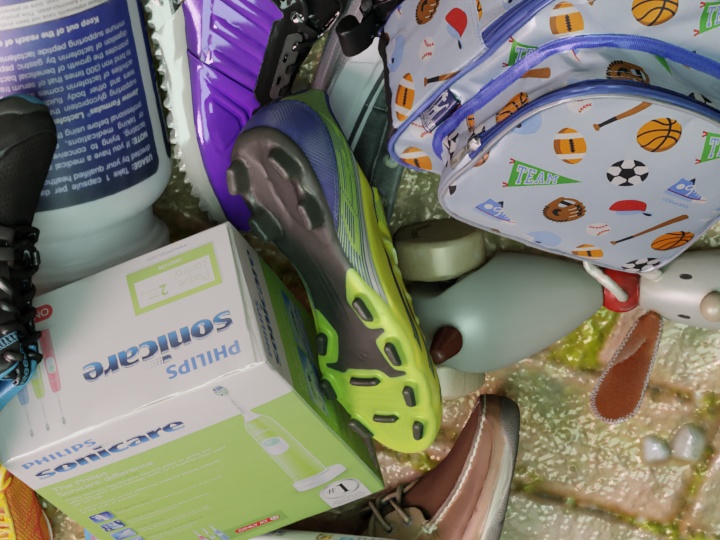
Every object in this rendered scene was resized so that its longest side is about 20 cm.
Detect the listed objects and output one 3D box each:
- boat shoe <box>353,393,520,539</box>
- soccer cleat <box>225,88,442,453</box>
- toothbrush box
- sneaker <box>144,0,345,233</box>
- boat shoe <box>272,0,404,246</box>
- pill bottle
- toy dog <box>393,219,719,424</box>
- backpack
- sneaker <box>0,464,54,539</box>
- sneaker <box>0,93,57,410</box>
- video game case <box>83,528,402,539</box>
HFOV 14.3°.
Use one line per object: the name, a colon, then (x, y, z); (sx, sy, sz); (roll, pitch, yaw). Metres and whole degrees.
boat shoe: (0.031, 0.155, 1.585); (0.072, 0.076, 0.201); (21, 108, -4)
soccer cleat: (0.001, 0.000, 1.463); (0.065, 0.084, 0.201); (-10, 115, 37)
toothbrush box: (-0.090, 0.072, 1.491); (0.145, 0.200, 0.086); (-21, 64, 10)
sneaker: (-0.054, -0.116, 1.485); (0.099, 0.070, 0.201); (-9, 111, 5)
boat shoe: (0.014, -0.091, 1.501); (0.071, 0.072, 0.200); (16, 121, -12)
pill bottle: (-0.160, -0.084, 1.477); (0.115, 0.116, 0.201); (-9, 110, 5)
toy dog: (0.103, 0.021, 1.518); (0.199, 0.096, 0.132); (-24, 108, 10)
backpack: (0.119, -0.102, 1.379); (0.199, 0.154, 0.191); (12, 137, -30)
sneaker: (-0.213, 0.119, 1.575); (0.073, 0.077, 0.201); (-6, 117, 3)
sneaker: (-0.181, 0.014, 1.393); (0.082, 0.073, 0.201); (24, 97, 24)
video game case: (-0.055, 0.209, 1.596); (0.199, 0.018, 0.144); (3, 112, 25)
